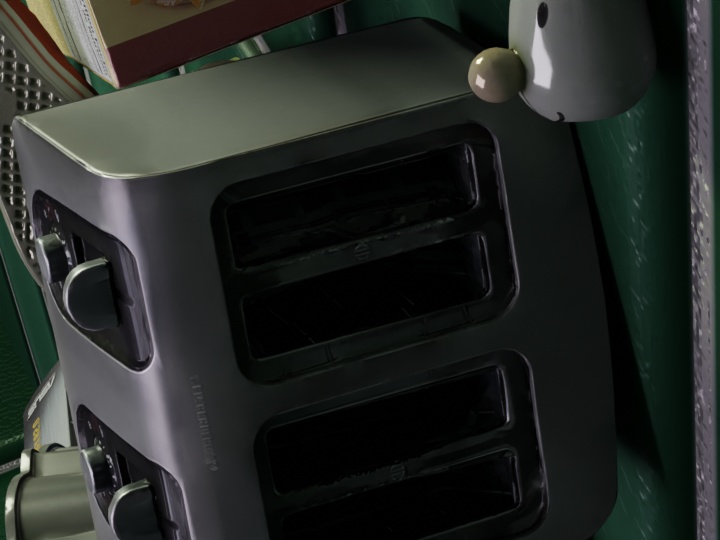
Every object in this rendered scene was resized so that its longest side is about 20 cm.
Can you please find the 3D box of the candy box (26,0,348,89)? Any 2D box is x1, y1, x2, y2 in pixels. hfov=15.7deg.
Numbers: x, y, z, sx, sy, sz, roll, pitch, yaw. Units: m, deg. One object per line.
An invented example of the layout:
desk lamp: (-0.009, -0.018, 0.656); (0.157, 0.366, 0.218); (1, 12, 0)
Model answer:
candy box: (-0.077, -0.131, 1.109); (0.200, 0.115, 0.056); (-148, 37, -72)

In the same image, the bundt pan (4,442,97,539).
bundt pan: (-0.087, 0.167, 1.178); (0.202, 0.075, 0.203); (-15, -90, -80)

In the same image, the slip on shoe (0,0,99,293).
slip on shoe: (-0.129, -0.053, 1.094); (0.200, 0.074, 0.061); (52, -164, -10)

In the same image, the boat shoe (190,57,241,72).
boat shoe: (-0.061, -0.068, 1.241); (0.200, 0.059, 0.072); (-173, 99, -79)

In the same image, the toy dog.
toy dog: (0.015, -0.134, 0.726); (0.132, 0.096, 0.201); (121, 127, -76)

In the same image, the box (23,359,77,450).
box: (-0.089, 0.145, 1.457); (0.048, 0.199, 0.159); (-55, 25, 22)

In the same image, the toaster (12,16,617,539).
toaster: (-0.008, 0.018, 0.920); (0.119, 0.199, 0.182); (-142, 40, -63)
